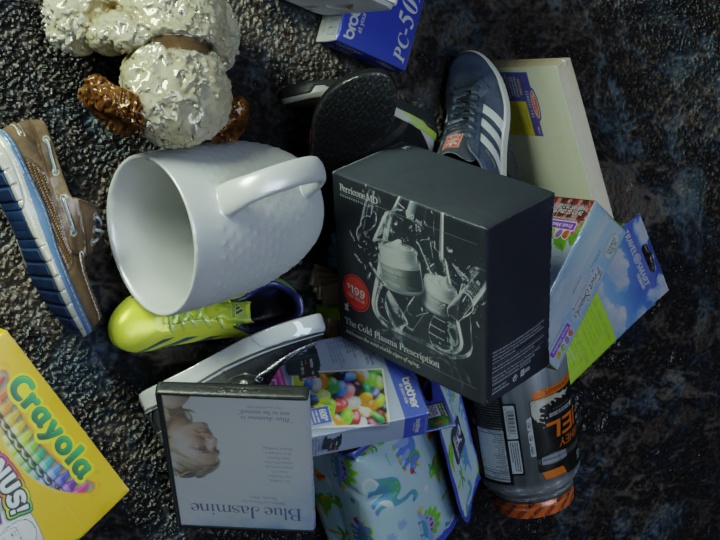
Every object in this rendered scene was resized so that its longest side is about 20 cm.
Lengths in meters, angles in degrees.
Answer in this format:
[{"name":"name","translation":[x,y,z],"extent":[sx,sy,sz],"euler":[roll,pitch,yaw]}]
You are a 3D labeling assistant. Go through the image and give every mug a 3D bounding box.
[{"name":"mug","translation":[-0.111,-0.056,1.209],"extent":[0.174,0.199,0.150],"euler":[-16,82,-40]}]

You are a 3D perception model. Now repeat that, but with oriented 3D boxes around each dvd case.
[{"name":"dvd case","translation":[-0.115,0.181,1.244],"extent":[0.140,0.018,0.202],"euler":[1,133,2]}]

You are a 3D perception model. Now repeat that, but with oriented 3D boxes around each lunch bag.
[{"name":"lunch bag","translation":[0.047,0.202,1.401],"extent":[0.199,0.126,0.172],"euler":[-34,120,-36]}]

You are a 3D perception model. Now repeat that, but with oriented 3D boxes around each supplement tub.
[{"name":"supplement tub","translation":[0.183,0.169,1.487],"extent":[0.121,0.122,0.203],"euler":[-20,109,-31]}]

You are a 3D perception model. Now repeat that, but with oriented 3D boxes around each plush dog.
[{"name":"plush dog","translation":[-0.164,-0.191,1.154],"extent":[0.198,0.160,0.175],"euler":[1,73,-36]}]

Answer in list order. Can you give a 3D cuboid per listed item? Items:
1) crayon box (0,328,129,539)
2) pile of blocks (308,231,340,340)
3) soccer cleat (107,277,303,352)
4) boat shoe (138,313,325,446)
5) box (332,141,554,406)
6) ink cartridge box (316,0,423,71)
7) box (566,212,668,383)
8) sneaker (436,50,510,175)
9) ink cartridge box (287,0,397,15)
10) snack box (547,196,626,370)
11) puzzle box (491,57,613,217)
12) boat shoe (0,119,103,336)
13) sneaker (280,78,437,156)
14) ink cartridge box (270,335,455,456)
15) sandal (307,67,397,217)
[{"name":"crayon box","translation":[-0.332,0.181,1.170],"extent":[0.172,0.058,0.201],"euler":[-43,118,-22]},{"name":"pile of blocks","translation":[0.000,0.000,1.374],"extent":[0.081,0.062,0.203],"euler":[15,88,-35]},{"name":"soccer cleat","translation":[-0.146,0.039,1.264],"extent":[0.198,0.083,0.066],"euler":[-9,102,-33]},{"name":"boat shoe","translation":[-0.115,0.107,1.250],"extent":[0.198,0.072,0.069],"euler":[-27,84,6]},{"name":"box","translation":[0.077,-0.002,1.252],"extent":[0.103,0.199,0.185],"euler":[-25,124,-39]},{"name":"ink cartridge box","translation":[0.026,-0.318,1.360],"extent":[0.093,0.044,0.203],"euler":[17,87,-33]},{"name":"box","translation":[0.279,0.033,1.581],"extent":[0.199,0.047,0.123],"euler":[-39,117,-25]},{"name":"sneaker","translation":[0.112,-0.142,1.398],"extent":[0.084,0.074,0.203],"euler":[9,73,-53]},{"name":"ink cartridge box","translation":[-0.012,-0.360,1.266],"extent":[0.083,0.144,0.203],"euler":[14,89,-34]},{"name":"snack box","translation":[0.164,0.004,1.405],"extent":[0.067,0.199,0.170],"euler":[37,76,-32]},{"name":"puzzle box","translation":[0.207,-0.138,1.457],"extent":[0.025,0.132,0.202],"euler":[-29,112,-27]},{"name":"boat shoe","translation":[-0.270,-0.039,1.175],"extent":[0.072,0.072,0.202],"euler":[-31,113,-29]},{"name":"sneaker","translation":[0.005,-0.139,1.348],"extent":[0.198,0.071,0.084],"euler":[13,81,-35]},{"name":"ink cartridge box","translation":[-0.012,0.120,1.313],"extent":[0.197,0.120,0.042],"euler":[-8,137,-14]},{"name":"sandal","translation":[-0.020,-0.133,1.297],"extent":[0.074,0.201,0.046],"euler":[13,49,-13]}]
